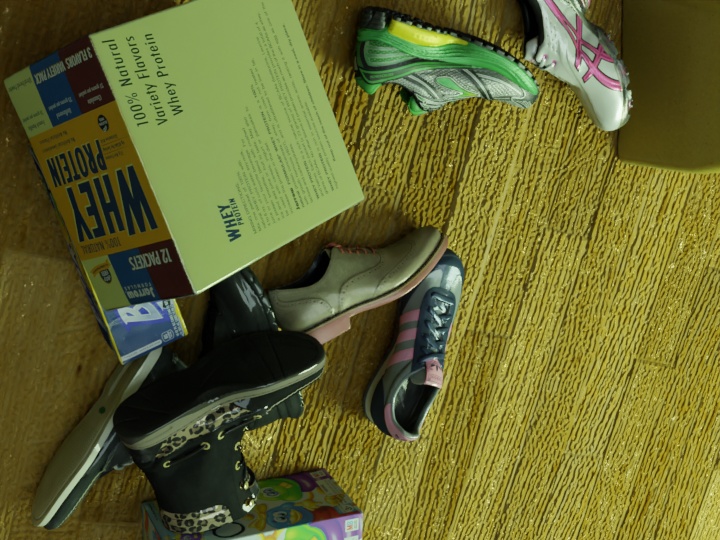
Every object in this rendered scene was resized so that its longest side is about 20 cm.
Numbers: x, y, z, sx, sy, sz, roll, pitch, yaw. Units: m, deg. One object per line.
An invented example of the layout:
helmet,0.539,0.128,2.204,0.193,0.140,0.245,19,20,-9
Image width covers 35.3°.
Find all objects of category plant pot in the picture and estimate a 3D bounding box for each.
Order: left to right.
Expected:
plant pot,0.405,-0.200,1.167,0.191,0.200,0.199,-11,110,-22

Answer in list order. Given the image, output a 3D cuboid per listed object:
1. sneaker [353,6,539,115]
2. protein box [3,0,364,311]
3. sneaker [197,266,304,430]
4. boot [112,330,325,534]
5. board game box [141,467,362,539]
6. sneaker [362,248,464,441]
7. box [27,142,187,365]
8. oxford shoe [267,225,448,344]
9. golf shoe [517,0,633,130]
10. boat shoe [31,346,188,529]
sneaker,0.081,-0.189,1.092,0.197,0.078,0.086,12,108,-19
protein box,-0.136,-0.103,0.907,0.199,0.134,0.201,-32,105,-42
sneaker,-0.119,0.070,1.072,0.090,0.076,0.203,-22,113,-11
boot,-0.117,0.151,1.041,0.198,0.073,0.152,-25,131,-19
board game box,-0.108,0.281,1.124,0.197,0.103,0.107,-6,109,-24
sneaker,0.070,0.080,1.159,0.069,0.082,0.203,14,100,-28
box,-0.220,-0.025,0.994,0.069,0.064,0.203,-24,114,-18
oxford shoe,0.000,0.000,1.108,0.199,0.070,0.076,-33,105,-22
golf shoe,0.204,-0.223,1.139,0.091,0.073,0.202,-32,108,-7
boat shoe,-0.228,0.160,1.045,0.067,0.072,0.201,40,84,-30
